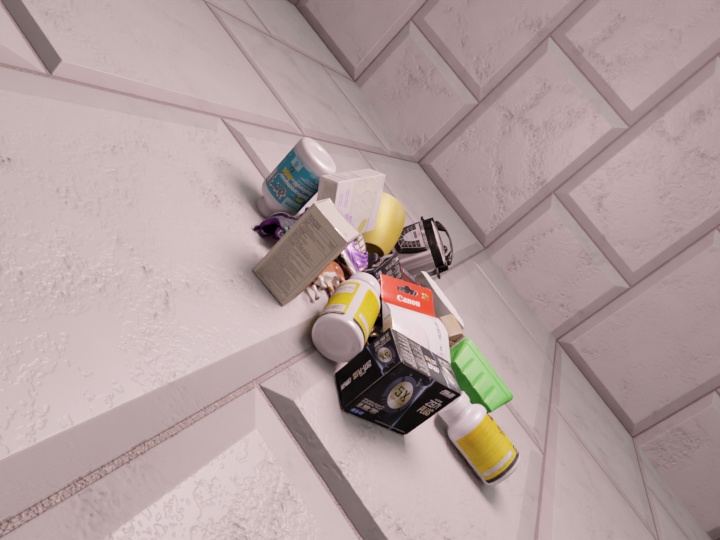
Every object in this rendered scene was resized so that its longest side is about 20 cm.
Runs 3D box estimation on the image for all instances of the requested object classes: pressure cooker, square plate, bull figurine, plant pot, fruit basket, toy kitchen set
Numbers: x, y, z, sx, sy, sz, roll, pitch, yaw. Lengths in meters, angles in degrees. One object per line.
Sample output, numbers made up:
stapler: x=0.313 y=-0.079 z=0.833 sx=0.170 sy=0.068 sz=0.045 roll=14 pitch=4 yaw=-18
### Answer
pressure cooker: x=0.187 y=-0.065 z=1.630 sx=0.179 sy=0.196 sz=0.179 roll=-75 pitch=146 yaw=-70
square plate: x=0.219 y=0.102 z=1.553 sx=0.201 sy=0.028 sz=0.198 roll=54 pitch=-18 yaw=7
bull figurine: x=-0.097 y=0.008 z=1.197 sx=0.198 sy=0.065 sz=0.123 roll=12 pitch=45 yaw=-55
plant pot: x=0.026 y=-0.107 z=1.494 sx=0.199 sy=0.198 sz=0.145 roll=35 pitch=49 yaw=-32
fruit basket: x=0.313 y=0.294 z=1.451 sx=0.212 sy=0.155 sz=0.219 roll=24 pitch=44 yaw=-25
toy kitchen set: x=0.140 y=0.167 z=1.269 sx=0.179 sy=0.163 sz=0.202 roll=26 pitch=31 yaw=-44

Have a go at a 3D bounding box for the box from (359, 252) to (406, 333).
box: x=0.064 y=0.058 z=1.295 sx=0.200 sy=0.043 sz=0.164 roll=-37 pitch=115 yaw=-65

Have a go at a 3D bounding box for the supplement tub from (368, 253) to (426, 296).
supplement tub: x=0.092 y=0.038 z=1.457 sx=0.199 sy=0.107 sz=0.108 roll=39 pitch=24 yaw=-23

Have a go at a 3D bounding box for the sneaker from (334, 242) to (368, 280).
sneaker: x=0.000 y=0.000 z=1.303 sx=0.080 sy=0.083 sz=0.203 roll=7 pitch=-51 yaw=55

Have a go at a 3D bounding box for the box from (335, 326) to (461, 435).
box: x=0.076 y=0.227 z=1.046 sx=0.199 sy=0.163 sz=0.087 roll=33 pitch=26 yaw=-37

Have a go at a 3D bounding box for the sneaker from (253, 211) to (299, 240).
sneaker: x=-0.137 y=-0.077 z=1.162 sx=0.196 sy=0.076 sz=0.087 roll=11 pitch=22 yaw=24

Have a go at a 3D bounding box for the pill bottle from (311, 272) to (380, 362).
pill bottle: x=-0.020 y=0.089 z=1.107 sx=0.111 sy=0.111 sz=0.201 roll=45 pitch=34 yaw=-10

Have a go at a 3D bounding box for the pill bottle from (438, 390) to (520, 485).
pill bottle: x=0.276 y=0.391 z=1.241 sx=0.201 sy=0.112 sz=0.112 roll=52 pitch=22 yaw=4

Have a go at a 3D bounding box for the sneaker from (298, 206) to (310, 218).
sneaker: x=-0.121 y=-0.103 z=1.322 sx=0.088 sy=0.081 sz=0.201 roll=35 pitch=20 yaw=-19

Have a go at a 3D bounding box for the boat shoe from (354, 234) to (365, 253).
boat shoe: x=-0.033 y=-0.076 z=1.389 sx=0.074 sy=0.072 sz=0.205 roll=6 pitch=73 yaw=-25

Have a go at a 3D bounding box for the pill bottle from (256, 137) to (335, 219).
pill bottle: x=-0.157 y=-0.205 z=1.237 sx=0.110 sy=0.200 sz=0.112 roll=38 pitch=24 yaw=-21

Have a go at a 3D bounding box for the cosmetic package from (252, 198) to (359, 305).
cosmetic package: x=-0.110 y=-0.037 z=1.059 sx=0.104 sy=0.199 sz=0.087 roll=49 pitch=23 yaw=1

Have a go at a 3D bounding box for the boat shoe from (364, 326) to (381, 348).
boat shoe: x=0.018 y=0.158 z=1.167 sx=0.075 sy=0.072 sz=0.202 roll=30 pitch=29 yaw=-40

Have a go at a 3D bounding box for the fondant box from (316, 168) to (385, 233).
fondant box: x=-0.026 y=-0.156 z=1.248 sx=0.057 sy=0.147 sz=0.198 roll=25 pitch=27 yaw=29

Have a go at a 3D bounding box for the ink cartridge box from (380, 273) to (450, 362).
ink cartridge box: x=0.122 y=0.108 z=1.182 sx=0.160 sy=0.057 sz=0.204 roll=17 pitch=59 yaw=-29
